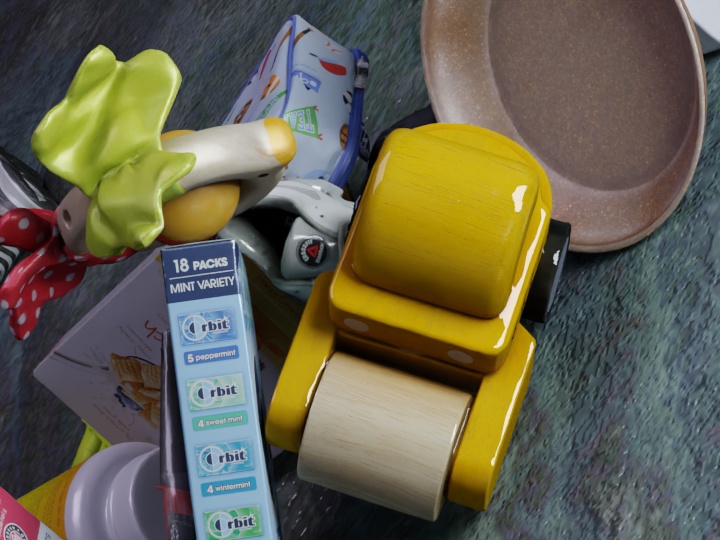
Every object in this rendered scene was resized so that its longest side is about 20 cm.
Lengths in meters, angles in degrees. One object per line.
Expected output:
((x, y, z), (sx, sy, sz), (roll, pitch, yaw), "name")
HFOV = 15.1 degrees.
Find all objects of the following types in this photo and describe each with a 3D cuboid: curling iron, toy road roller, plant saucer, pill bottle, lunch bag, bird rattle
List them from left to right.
((-0.161, 0.175, 1.710), (0.200, 0.109, 0.110), (-31, 31, 49), "pill bottle")
((-0.119, -0.032, 1.491), (0.113, 0.162, 0.200), (67, 151, 21), "bird rattle")
((-0.104, 0.132, 1.563), (0.050, 0.025, 0.201), (70, -168, -77), "curling iron")
((-0.062, -0.064, 1.773), (0.200, 0.075, 0.161), (-53, 17, 30), "lunch bag")
((0.033, 0.015, 1.417), (0.146, 0.122, 0.201), (89, -161, -65), "toy road roller")
((0.116, -0.110, 1.475), (0.037, 0.201, 0.200), (-23, -6, -42), "plant saucer")

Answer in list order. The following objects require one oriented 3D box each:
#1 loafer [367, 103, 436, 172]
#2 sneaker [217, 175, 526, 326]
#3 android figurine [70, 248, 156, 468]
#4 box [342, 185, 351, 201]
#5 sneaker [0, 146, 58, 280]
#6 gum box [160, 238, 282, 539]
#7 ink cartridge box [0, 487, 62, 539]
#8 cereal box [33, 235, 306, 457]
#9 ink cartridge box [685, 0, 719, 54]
((0.065, -0.077, 1.670), (0.070, 0.068, 0.200), (-22, -6, -27), "loafer")
((0.000, 0.000, 1.543), (0.199, 0.088, 0.075), (19, 102, 32), "sneaker")
((-0.152, 0.061, 1.902), (0.182, 0.041, 0.201), (-149, 79, -73), "android figurine")
((-0.053, -0.009, 1.850), (0.119, 0.041, 0.200), (-51, 23, 13), "box")
((-0.350, -0.052, 2.523), (0.116, 0.076, 0.201), (-52, 23, 4), "sneaker")
((-0.073, 0.091, 1.495), (0.170, 0.044, 0.201), (93, 168, -85), "gum box")
((-0.177, 0.236, 1.521), (0.083, 0.200, 0.146), (-34, 28, 24), "ink cartridge box")
((-0.100, 0.060, 1.675), (0.200, 0.144, 0.040), (-41, 10, 46), "cereal box")
((0.121, -0.176, 1.574), (0.200, 0.136, 0.077), (-18, 39, 59), "ink cartridge box")
